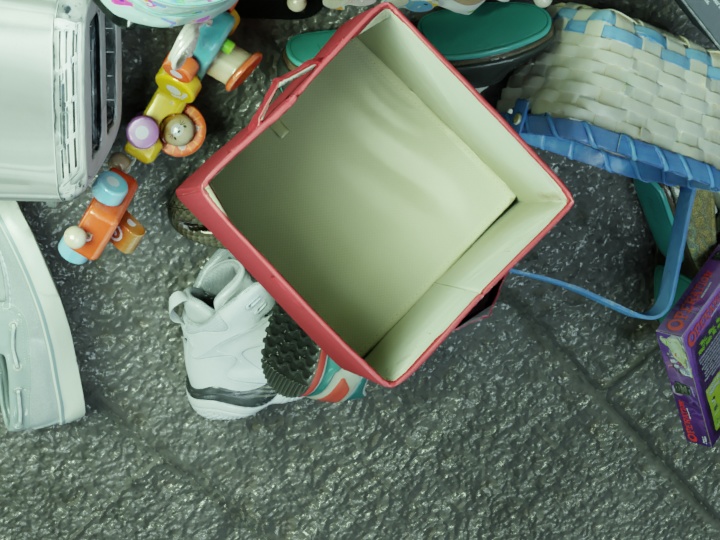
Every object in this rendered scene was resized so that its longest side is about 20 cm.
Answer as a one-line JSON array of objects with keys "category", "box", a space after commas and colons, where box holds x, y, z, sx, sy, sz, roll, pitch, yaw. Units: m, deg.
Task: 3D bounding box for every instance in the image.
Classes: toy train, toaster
[{"category": "toy train", "box": [-0.125, -0.092, 1.528, 0.055, 0.151, 0.200, 30, 121, -7]}, {"category": "toaster", "box": [-0.225, -0.134, 1.473, 0.128, 0.114, 0.201, 7, 120, 7]}]

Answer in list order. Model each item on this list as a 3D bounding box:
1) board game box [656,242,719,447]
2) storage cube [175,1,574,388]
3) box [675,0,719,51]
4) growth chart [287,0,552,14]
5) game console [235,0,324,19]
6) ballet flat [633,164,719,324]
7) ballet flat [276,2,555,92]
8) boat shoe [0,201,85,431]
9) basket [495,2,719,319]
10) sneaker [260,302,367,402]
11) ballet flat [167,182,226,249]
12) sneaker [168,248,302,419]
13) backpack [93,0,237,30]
[{"category": "board game box", "box": [0.299, 0.026, 1.797, 0.200, 0.032, 0.121, -49, 139, -32]}, {"category": "storage cube", "box": [0.004, -0.046, 1.497, 0.171, 0.180, 0.200, -45, 98, -6]}, {"category": "box", "box": [0.250, -0.284, 1.557, 0.182, 0.104, 0.200, -38, 108, 8]}, {"category": "growth chart", "box": [0.058, -0.207, 1.536, 0.198, 0.018, 0.145, -2, 156, -16]}, {"category": "game console", "box": [-0.103, -0.261, 1.522, 0.198, 0.117, 0.176, 0, 151, -21]}, {"category": "ballet flat", "box": [0.262, -0.015, 1.803, 0.070, 0.071, 0.201, -22, 127, -7]}, {"category": "ballet flat", "box": [0.039, -0.144, 1.631, 0.198, 0.068, 0.069, -7, 134, -6]}, {"category": "boat shoe", "box": [-0.245, 0.036, 1.624, 0.071, 0.070, 0.202, -19, 129, -13]}, {"category": "basket", "box": [0.177, -0.079, 1.664, 0.175, 0.139, 0.202, 20, 82, -31]}, {"category": "sneaker", "box": [0.000, 0.001, 1.645, 0.093, 0.070, 0.201, 18, 91, -48]}, {"category": "ballet flat", "box": [-0.041, -0.038, 1.664, 0.198, 0.046, 0.068, 6, 89, -23]}, {"category": "sneaker", "box": [-0.045, 0.029, 1.696, 0.199, 0.075, 0.115, -21, 129, -5]}, {"category": "backpack", "box": [-0.129, -0.245, 1.378, 0.166, 0.127, 0.201, -23, 86, -15]}]
